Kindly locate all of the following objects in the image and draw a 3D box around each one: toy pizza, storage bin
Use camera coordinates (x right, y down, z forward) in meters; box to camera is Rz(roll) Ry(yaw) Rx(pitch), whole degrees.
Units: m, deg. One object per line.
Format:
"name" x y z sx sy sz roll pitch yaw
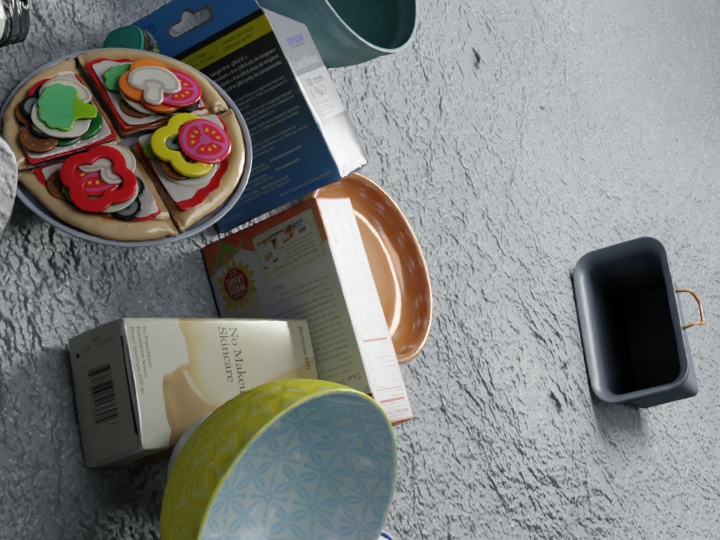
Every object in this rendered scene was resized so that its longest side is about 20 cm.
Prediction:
"toy pizza" -0.181 -0.104 1.184 0.199 0.032 0.201 7 54 -9
"storage bin" 0.367 0.075 1.925 0.134 0.145 0.201 32 46 -57

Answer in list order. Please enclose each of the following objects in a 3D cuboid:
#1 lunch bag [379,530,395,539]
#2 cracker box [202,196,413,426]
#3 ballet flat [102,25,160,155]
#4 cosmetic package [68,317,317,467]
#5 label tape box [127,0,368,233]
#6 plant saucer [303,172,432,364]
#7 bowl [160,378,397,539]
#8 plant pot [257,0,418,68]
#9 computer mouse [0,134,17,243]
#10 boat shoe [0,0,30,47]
"lunch bag" 0.008 0.330 1.274 0.161 0.082 0.201 -32 99 -57
"cracker box" -0.047 0.052 1.307 0.058 0.133 0.201 -3 74 -56
"ballet flat" -0.194 -0.112 1.254 0.074 0.074 0.201 41 44 -36
"cosmetic package" -0.124 0.094 1.200 0.199 0.071 0.106 0 75 -49
"label tape box" -0.100 -0.153 1.338 0.063 0.144 0.201 -35 101 -57
"plant saucer" 0.000 0.000 1.500 0.200 0.037 0.201 32 47 -42
"bowl" -0.078 0.159 1.114 0.200 0.107 0.201 -24 127 -37
"plant pot" -0.054 -0.282 1.493 0.200 0.134 0.201 32 47 -43
"computer mouse" -0.307 -0.018 1.047 0.140 0.046 0.201 27 62 -52
"boat shoe" -0.296 -0.267 1.180 0.066 0.074 0.200 -9 79 -60
